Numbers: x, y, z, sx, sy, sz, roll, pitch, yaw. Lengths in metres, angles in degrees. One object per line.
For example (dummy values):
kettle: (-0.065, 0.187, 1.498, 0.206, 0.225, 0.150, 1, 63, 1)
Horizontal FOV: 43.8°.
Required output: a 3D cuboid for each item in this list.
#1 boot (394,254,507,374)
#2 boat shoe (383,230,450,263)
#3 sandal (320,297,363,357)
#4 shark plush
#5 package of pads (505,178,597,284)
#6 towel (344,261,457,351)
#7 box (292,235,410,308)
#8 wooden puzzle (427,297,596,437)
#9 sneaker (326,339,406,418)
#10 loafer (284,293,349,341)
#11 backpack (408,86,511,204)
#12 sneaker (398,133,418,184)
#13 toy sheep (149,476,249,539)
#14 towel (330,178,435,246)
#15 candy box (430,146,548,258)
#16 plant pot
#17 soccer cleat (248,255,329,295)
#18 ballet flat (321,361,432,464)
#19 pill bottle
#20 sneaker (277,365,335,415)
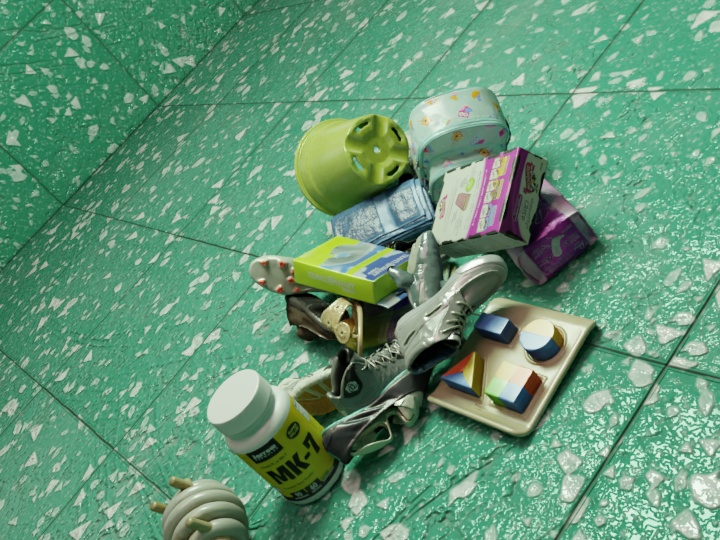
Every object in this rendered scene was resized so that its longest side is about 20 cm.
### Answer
boot: (0.137, 0.069, 1.275, 0.200, 0.073, 0.096, -42, 34, 20)
boat shoe: (0.070, -0.026, 1.547, 0.200, 0.057, 0.069, -15, 19, 43)
sandal: (-0.030, 0.077, 1.467, 0.069, 0.078, 0.212, 1, 31, 0)
shark plush: (0.113, 0.037, 1.365, 0.083, 0.091, 0.200, -41, 45, 27)
package of pads: (0.268, -0.075, 1.393, 0.120, 0.076, 0.200, -40, 30, 10)
towel: (0.063, 0.061, 1.498, 0.200, 0.023, 0.144, -18, 37, 34)
box: (0.000, 0.000, 1.488, 0.200, 0.048, 0.122, 15, 31, 36)
wooden puzzle: (0.201, 0.120, 1.237, 0.185, 0.046, 0.200, 14, 60, 51)
sneaker: (0.027, 0.137, 1.349, 0.200, 0.116, 0.075, -49, 31, -12)
loafer: (-0.075, 0.092, 1.579, 0.073, 0.071, 0.200, -2, 13, -23)
backpack: (0.172, -0.215, 1.532, 0.175, 0.200, 0.154, -12, 59, 5)
sneaker: (0.101, -0.202, 1.742, 0.088, 0.076, 0.200, -39, 30, 3)
toy sheep: (-0.233, 0.371, 1.322, 0.138, 0.138, 0.200, -40, 39, 2)
towel: (0.041, -0.092, 1.645, 0.199, 0.049, 0.112, -25, 60, 16)
candy box: (0.191, -0.099, 1.374, 0.200, 0.061, 0.137, -9, 62, 62)
plant pot: (-0.002, -0.211, 1.703, 0.201, 0.200, 0.184, -52, 15, -19)
soccer cleat: (-0.104, 0.009, 1.631, 0.078, 0.199, 0.070, -121, 38, -75)
ballet flat: (0.038, 0.212, 1.295, 0.200, 0.073, 0.073, -34, 29, -11)
pill bottle: (-0.124, 0.241, 1.301, 0.114, 0.200, 0.114, -29, 32, 20)
sneaker: (-0.094, 0.194, 1.436, 0.200, 0.076, 0.088, -33, 31, 13)
